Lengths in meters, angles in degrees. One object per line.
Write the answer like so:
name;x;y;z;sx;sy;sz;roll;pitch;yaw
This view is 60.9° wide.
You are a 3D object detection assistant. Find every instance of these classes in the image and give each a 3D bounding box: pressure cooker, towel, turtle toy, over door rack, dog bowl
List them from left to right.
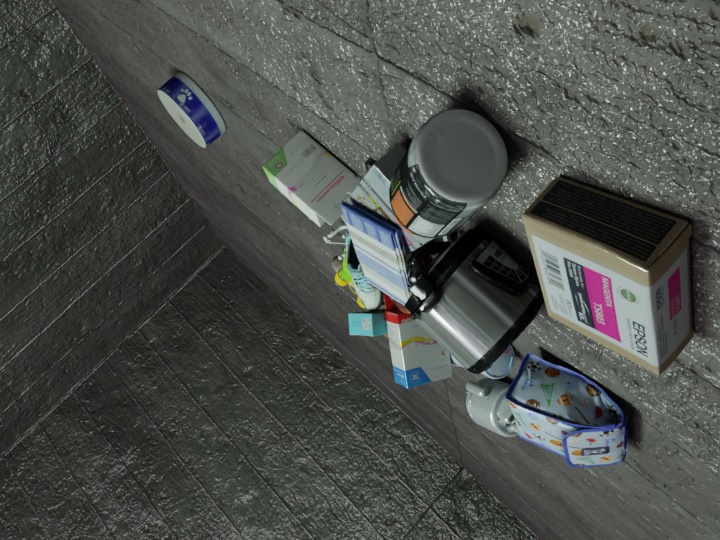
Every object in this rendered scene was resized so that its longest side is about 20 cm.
dog bowl;-0.472;-0.447;1.715;0.200;0.079;0.201;44;166;13
over door rack;-0.080;-0.105;1.528;0.199;0.067;0.149;25;154;57
turtle toy;0.039;0.014;1.425;0.200;0.101;0.146;43;143;2
towel;0.038;-0.025;1.102;0.146;0.024;0.202;32;153;40
pressure cooker;0.162;0.037;0.956;0.200;0.179;0.176;43;169;9

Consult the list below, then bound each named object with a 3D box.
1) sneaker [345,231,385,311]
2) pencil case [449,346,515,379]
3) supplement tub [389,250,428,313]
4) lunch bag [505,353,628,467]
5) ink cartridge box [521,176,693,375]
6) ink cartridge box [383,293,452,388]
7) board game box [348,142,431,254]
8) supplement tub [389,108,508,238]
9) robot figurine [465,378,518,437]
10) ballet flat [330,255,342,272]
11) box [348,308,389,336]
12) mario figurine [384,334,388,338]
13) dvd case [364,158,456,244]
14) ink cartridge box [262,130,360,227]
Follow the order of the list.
sneaker;0.000;0.000;1.303;0.076;0.086;0.204;-5;109;22
pencil case;0.246;0.176;1.307;0.090;0.084;0.200;29;172;-15
supplement tub;0.071;-0.015;1.233;0.201;0.107;0.107;51;165;-26
lunch bag;0.376;0.267;1.101;0.198;0.125;0.171;19;153;34
ink cartridge box;0.288;0.007;0.710;0.164;0.075;0.201;34;161;45
ink cartridge box;0.124;0.139;1.328;0.067;0.114;0.204;-171;70;-68
board game box;0.066;-0.108;1.013;0.148;0.064;0.200;49;164;-3
supplement tub;0.105;-0.116;0.807;0.123;0.123;0.200;45;167;2
robot figurine;0.317;0.313;1.414;0.169;0.113;0.200;42;168;-13
ballet flat;0.005;0.013;1.645;0.199;0.068;0.068;38;146;11
box;0.071;0.112;1.404;0.081;0.198;0.050;-3;91;47
mario figurine;0.080;0.147;1.569;0.123;0.106;0.199;44;-162;12
dvd case;0.094;-0.107;1.098;0.199;0.016;0.150;38;163;35
ink cartridge box;-0.087;-0.174;1.237;0.200;0.117;0.068;42;167;19
